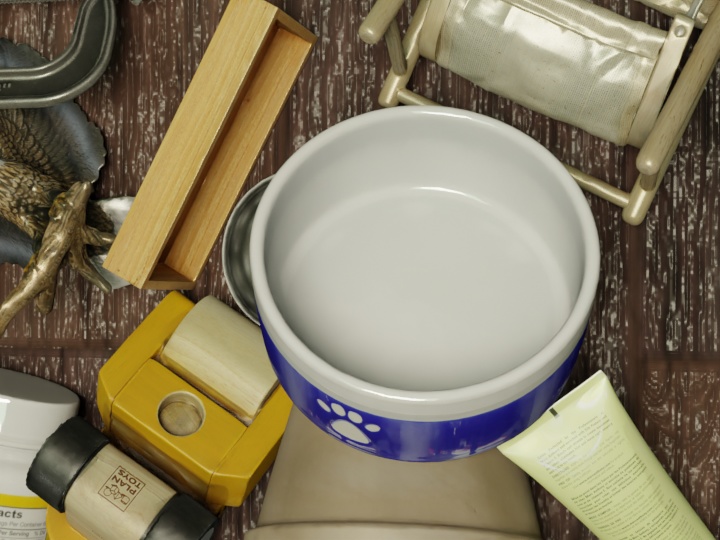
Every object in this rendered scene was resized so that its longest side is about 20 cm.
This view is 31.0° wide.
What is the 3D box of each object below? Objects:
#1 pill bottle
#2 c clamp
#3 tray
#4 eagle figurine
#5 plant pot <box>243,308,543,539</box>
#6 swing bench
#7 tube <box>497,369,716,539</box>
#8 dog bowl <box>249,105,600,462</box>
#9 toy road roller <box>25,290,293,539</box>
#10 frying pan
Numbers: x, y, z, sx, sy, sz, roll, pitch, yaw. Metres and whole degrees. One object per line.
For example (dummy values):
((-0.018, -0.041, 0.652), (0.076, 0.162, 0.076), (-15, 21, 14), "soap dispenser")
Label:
((-0.265, 0.177, 0.909), (0.113, 0.114, 0.203), (15, 92, 12), "pill bottle")
((-0.241, -0.175, 0.907), (0.197, 0.027, 0.173), (-6, 57, 4), "c clamp")
((-0.101, -0.084, 0.882), (0.037, 0.099, 0.202), (29, 96, 12), "tray")
((-0.250, -0.063, 0.917), (0.151, 0.152, 0.200), (-27, 43, -26), "eagle figurine")
((0.024, 0.122, 0.822), (0.197, 0.200, 0.176), (-2, 74, 12), "plant pot")
((0.133, -0.171, 0.817), (0.197, 0.130, 0.202), (27, 82, 12), "swing bench")
((0.170, 0.145, 0.798), (0.200, 0.052, 0.058), (47, 61, -26), "tube")
((0.036, 0.006, 0.756), (0.197, 0.079, 0.202), (-1, 56, 1), "dog bowl")
((-0.132, 0.131, 0.893), (0.122, 0.146, 0.201), (33, 60, 8), "toy road roller")
((-0.004, -0.017, 0.896), (0.187, 0.031, 0.117), (-8, 88, 9), "frying pan")
